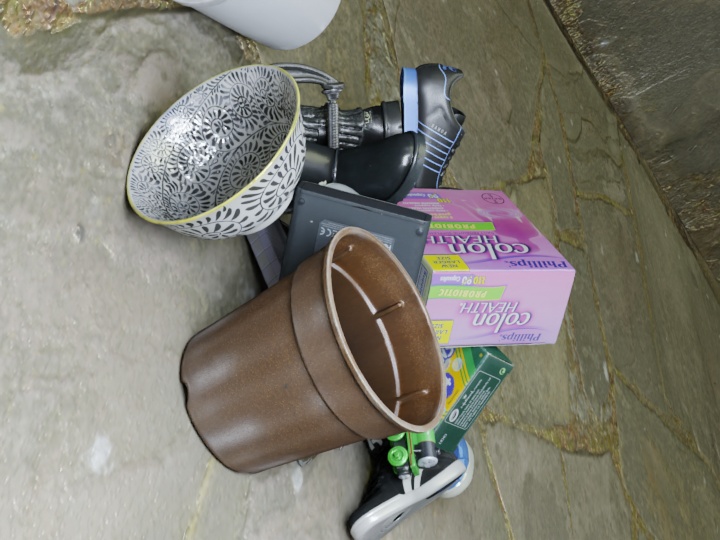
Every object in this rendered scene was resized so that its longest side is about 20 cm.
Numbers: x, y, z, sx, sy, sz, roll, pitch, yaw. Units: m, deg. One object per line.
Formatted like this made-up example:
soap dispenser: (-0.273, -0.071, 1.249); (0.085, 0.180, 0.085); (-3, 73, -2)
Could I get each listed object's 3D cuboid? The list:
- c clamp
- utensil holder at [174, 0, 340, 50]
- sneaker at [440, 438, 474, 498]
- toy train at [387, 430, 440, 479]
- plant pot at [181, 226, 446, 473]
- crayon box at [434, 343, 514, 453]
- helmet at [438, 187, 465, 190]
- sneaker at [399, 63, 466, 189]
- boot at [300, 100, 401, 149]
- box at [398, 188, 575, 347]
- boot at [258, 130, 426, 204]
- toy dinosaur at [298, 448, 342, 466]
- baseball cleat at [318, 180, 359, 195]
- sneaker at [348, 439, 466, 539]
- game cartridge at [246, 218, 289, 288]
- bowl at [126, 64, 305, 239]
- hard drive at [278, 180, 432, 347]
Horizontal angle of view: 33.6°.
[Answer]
c clamp: (-0.055, -0.144, 1.385); (0.027, 0.168, 0.203); (-124, -153, -70)
utensil holder: (-0.134, -0.372, 1.442); (0.199, 0.168, 0.172); (17, 53, -62)
sneaker: (0.080, 0.175, 1.462); (0.112, 0.076, 0.202); (52, 23, -39)
toy train: (0.051, 0.134, 1.321); (0.042, 0.056, 0.202); (67, 14, -57)
plant pot: (-0.051, 0.092, 1.138); (0.200, 0.197, 0.202); (45, 30, -36)
crayon box: (0.076, 0.099, 1.390); (0.051, 0.126, 0.200); (25, 15, -38)
helmet: (0.110, -0.017, 1.591); (0.192, 0.197, 0.202); (64, 18, -45)
sneaker: (0.088, -0.147, 1.438); (0.070, 0.077, 0.203); (-99, -174, -67)
boot: (-0.031, -0.144, 1.492); (0.212, 0.155, 0.080); (92, -8, -61)
box: (0.115, -0.008, 1.356); (0.173, 0.098, 0.201); (0, 30, -21)
boot: (-0.042, -0.117, 1.285); (0.161, 0.198, 0.074); (16, 70, -25)
toy dinosaur: (-0.024, 0.127, 1.307); (0.103, 0.076, 0.202); (58, 26, -46)
baseball cleat: (0.000, 0.000, 1.265); (0.201, 0.069, 0.107); (67, 2, -46)
sneaker: (0.025, 0.226, 1.341); (0.112, 0.073, 0.199); (48, 33, 17)
game cartridge: (-0.050, 0.016, 1.370); (0.200, 0.038, 0.131); (36, 25, -47)
bowl: (-0.124, -0.099, 1.181); (0.094, 0.198, 0.203); (52, 27, -42)
hard drive: (-0.016, 0.023, 1.220); (0.033, 0.138, 0.203); (-65, 169, -69)
